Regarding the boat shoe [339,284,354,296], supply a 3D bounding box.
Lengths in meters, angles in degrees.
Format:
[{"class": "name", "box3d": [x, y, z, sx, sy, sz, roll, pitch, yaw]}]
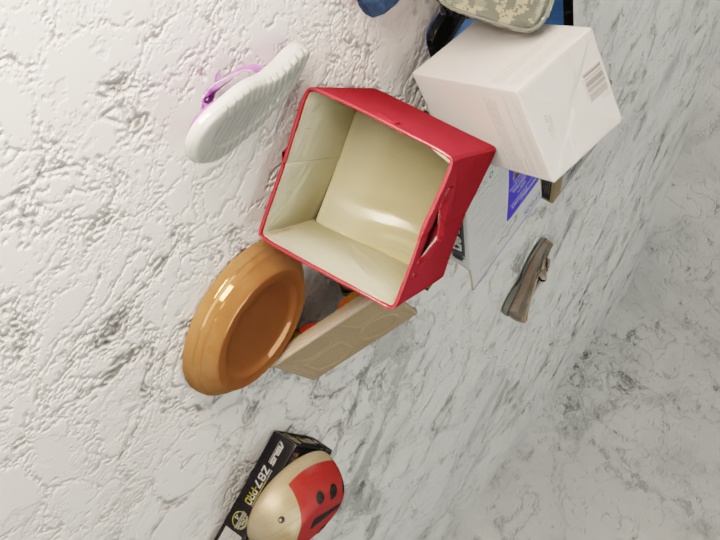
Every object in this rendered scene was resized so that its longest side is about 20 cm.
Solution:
[{"class": "boat shoe", "box3d": [0.000, 0.000, 1.204, 0.073, 0.077, 0.201, -21, 154, -14]}]

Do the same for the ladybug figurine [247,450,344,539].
[{"class": "ladybug figurine", "box3d": [-0.083, 0.335, 1.286, 0.199, 0.071, 0.138, -22, 135, -56]}]

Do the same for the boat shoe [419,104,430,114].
[{"class": "boat shoe", "box3d": [0.089, -0.196, 1.144, 0.199, 0.072, 0.063, -41, 137, -11]}]

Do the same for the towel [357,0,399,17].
[{"class": "towel", "box3d": [0.017, -0.340, 0.854, 0.113, 0.048, 0.200, -55, 157, -10]}]

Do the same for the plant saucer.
[{"class": "plant saucer", "box3d": [-0.125, 0.061, 1.042, 0.200, 0.037, 0.202, -46, 154, -30]}]

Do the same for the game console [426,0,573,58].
[{"class": "game console", "box3d": [0.187, -0.297, 1.172, 0.172, 0.117, 0.200, -56, 156, -10]}]

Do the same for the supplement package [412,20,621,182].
[{"class": "supplement package", "box3d": [0.175, -0.201, 1.027, 0.119, 0.199, 0.122, -40, 123, -15]}]

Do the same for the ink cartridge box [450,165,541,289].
[{"class": "ink cartridge box", "box3d": [0.183, -0.107, 1.209, 0.199, 0.043, 0.202, -50, 150, -25]}]

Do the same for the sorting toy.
[{"class": "sorting toy", "box3d": [-0.025, 0.081, 1.204, 0.183, 0.037, 0.200, -33, 162, 10]}]

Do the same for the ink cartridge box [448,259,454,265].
[{"class": "ink cartridge box", "box3d": [0.103, -0.100, 1.268, 0.148, 0.083, 0.199, -63, 156, 4]}]

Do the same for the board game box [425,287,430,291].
[{"class": "board game box", "box3d": [0.131, -0.078, 1.215, 0.202, 0.023, 0.105, -55, 157, -16]}]

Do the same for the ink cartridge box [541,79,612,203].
[{"class": "ink cartridge box", "box3d": [0.394, -0.257, 1.710, 0.201, 0.074, 0.166, -50, 156, -21]}]

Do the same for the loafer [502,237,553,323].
[{"class": "loafer", "box3d": [0.401, 0.026, 2.071, 0.203, 0.062, 0.072, -61, 156, 2]}]

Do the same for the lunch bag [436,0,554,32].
[{"class": "lunch bag", "box3d": [0.153, -0.369, 0.978, 0.168, 0.136, 0.204, -83, -173, -70]}]

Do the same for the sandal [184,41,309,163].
[{"class": "sandal", "box3d": [-0.111, -0.157, 0.807, 0.083, 0.049, 0.203, -59, 176, 37]}]

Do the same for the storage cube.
[{"class": "storage cube", "box3d": [0.022, -0.089, 0.979, 0.179, 0.197, 0.174, -23, 138, -64]}]

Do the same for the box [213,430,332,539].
[{"class": "box", "box3d": [-0.132, 0.343, 1.344, 0.203, 0.048, 0.161, -61, 159, -4]}]
